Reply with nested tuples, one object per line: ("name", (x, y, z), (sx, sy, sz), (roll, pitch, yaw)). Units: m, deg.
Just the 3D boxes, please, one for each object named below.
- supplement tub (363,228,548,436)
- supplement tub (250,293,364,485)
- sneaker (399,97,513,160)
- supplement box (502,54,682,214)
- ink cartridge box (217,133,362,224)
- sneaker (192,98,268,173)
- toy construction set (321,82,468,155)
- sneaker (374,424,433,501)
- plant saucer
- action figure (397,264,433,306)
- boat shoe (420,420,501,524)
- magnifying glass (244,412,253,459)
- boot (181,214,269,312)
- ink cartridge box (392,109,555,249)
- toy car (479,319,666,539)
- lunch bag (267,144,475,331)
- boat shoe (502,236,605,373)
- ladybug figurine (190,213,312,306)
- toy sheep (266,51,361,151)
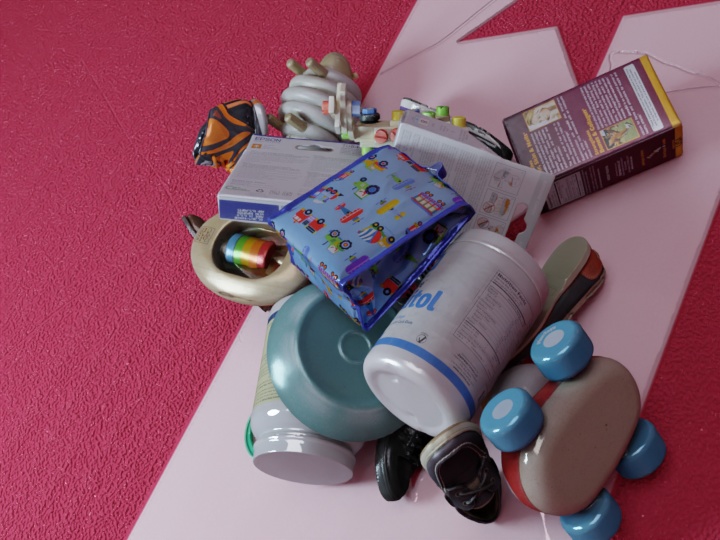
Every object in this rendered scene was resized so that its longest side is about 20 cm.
("supplement tub", (0.106, 0.068, 1.011), (0.131, 0.133, 0.201), (19, 57, 33))
("supplement tub", (-0.057, 0.145, 1.128), (0.143, 0.145, 0.203), (-6, 59, 23))
("sneaker", (0.122, -0.167, 1.291), (0.199, 0.075, 0.089), (29, 94, 38))
("supplement box", (0.295, -0.170, 1.174), (0.197, 0.086, 0.112), (-23, 63, 12))
("ink cartridge box", (-0.073, -0.118, 1.231), (0.196, 0.041, 0.201), (6, 31, 6))
("sneaker", (-0.185, -0.144, 1.344), (0.110, 0.204, 0.077), (-12, 7, -22))
("toy construction set", (0.044, -0.184, 1.214), (0.197, 0.131, 0.094), (16, 109, 0))
("sneaker", (0.082, 0.173, 1.096), (0.103, 0.060, 0.202), (-8, 55, 27))
("plant saucer", (-0.009, 0.094, 1.064), (0.197, 0.036, 0.203), (8, 63, -15))
("action figure", (0.000, 0.000, 1.216), (0.197, 0.103, 0.119), (12, 52, 31))
("boat shoe", (0.115, 0.218, 0.967), (0.071, 0.201, 0.065), (-34, 58, -4))
("magnifying glass", (-0.105, 0.159, 1.222), (0.078, 0.022, 0.203), (-3, 59, 25))
("boot", (-0.127, -0.073, 1.309), (0.186, 0.064, 0.200), (44, 88, -4))
("ink cartridge box", (0.125, -0.093, 1.153), (0.197, 0.162, 0.047), (19, 34, 3))
("toy car", (0.189, 0.168, 1.005), (0.177, 0.185, 0.199), (-48, 21, -20))
("lunch bag", (0.021, -0.060, 1.049), (0.200, 0.095, 0.150), (-41, 51, -11))
("boat shoe", (0.219, 0.052, 1.101), (0.201, 0.063, 0.071), (-50, 35, -8))
("ladybug figurine", (-0.136, -0.015, 1.215), (0.198, 0.072, 0.137), (17, 71, 28))
("toy sheep", (-0.065, -0.231, 1.372), (0.136, 0.138, 0.203), (18, 80, 33))
